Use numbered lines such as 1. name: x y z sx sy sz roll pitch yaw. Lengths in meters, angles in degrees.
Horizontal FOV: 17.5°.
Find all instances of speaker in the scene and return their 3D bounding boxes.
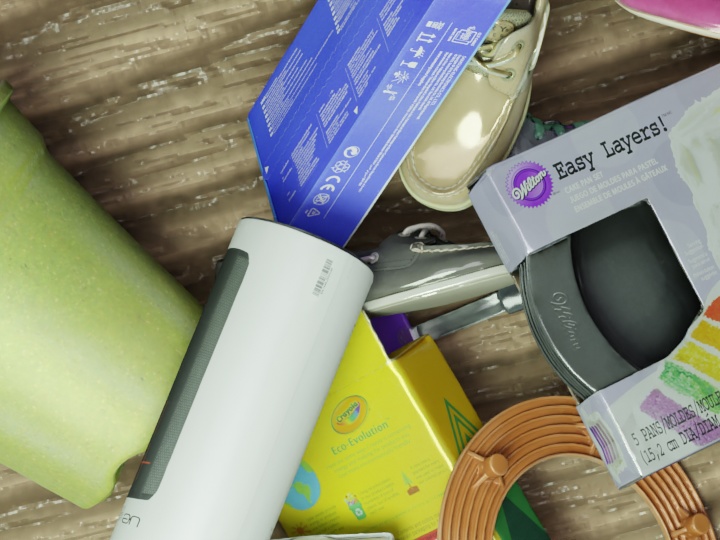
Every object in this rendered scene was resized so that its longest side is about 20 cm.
1. speaker: -0.064 0.078 1.234 0.081 0.081 0.200 21 80 4

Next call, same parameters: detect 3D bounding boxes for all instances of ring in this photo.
1. ring: 0.128 0.164 1.286 0.200 0.019 0.201 12 66 -30

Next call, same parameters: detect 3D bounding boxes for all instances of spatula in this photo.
1. spatula: 0.067 0.023 1.348 0.200 0.021 0.057 -24 86 3

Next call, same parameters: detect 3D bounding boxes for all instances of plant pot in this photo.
1. plant pot: -0.186 0.029 1.301 0.184 0.200 0.201 37 96 -9

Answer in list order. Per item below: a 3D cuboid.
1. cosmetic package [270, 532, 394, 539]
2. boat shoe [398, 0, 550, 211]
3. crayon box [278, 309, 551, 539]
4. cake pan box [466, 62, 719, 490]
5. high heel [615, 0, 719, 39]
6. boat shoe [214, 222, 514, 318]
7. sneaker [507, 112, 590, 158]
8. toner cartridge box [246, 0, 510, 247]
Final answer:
1. cosmetic package: -0.014 0.253 1.293 0.103 0.087 0.200 -7 116 21
2. boat shoe: 0.066 -0.130 1.249 0.072 0.065 0.200 20 93 7
3. crayon box: 0.018 0.125 1.320 0.127 0.051 0.200 -29 92 33
4. cake pan box: 0.177 -0.004 1.241 0.200 0.052 0.185 -23 80 -15
5. high heel: 0.164 -0.189 1.273 0.200 0.067 0.096 31 107 43
6. boat shoe: 0.000 0.000 1.312 0.200 0.067 0.057 -15 81 26
7. sneaker: 0.096 -0.070 1.309 0.200 0.074 0.088 39 103 4
8. toner cartridge box: 0.006 -0.112 1.250 0.043 0.095 0.200 9 137 -28
